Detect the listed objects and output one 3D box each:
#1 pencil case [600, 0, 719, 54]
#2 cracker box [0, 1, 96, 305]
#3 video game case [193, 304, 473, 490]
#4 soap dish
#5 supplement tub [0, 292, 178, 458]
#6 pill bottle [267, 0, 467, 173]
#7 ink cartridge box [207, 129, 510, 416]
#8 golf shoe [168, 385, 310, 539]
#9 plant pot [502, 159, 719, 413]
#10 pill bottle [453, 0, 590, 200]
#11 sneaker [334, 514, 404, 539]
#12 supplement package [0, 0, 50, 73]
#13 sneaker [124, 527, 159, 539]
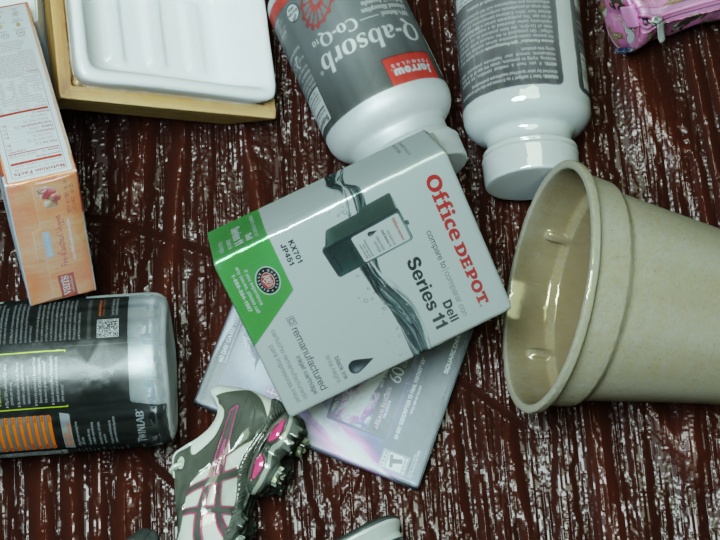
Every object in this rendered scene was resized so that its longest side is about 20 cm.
[{"bbox_3d":[0.313,-0.255,1.295,0.198,0.083,0.087,-16,74,-8],"label":"pencil case"},{"bbox_3d":[-0.259,-0.093,1.139,0.057,0.135,0.201,-12,51,-13],"label":"cracker box"},{"bbox_3d":[-0.021,0.080,1.214,0.198,0.019,0.144,20,74,3],"label":"video game case"},{"bbox_3d":[-0.174,-0.202,1.222,0.198,0.081,0.159,2,72,-34],"label":"soap dish"},{"bbox_3d":[-0.247,0.084,1.149,0.197,0.123,0.124,-3,73,-4],"label":"supplement tub"},{"bbox_3d":[0.008,-0.163,1.237,0.115,0.116,0.202,-23,76,-9],"label":"pill bottle"},{"bbox_3d":[0.000,0.000,1.142,0.198,0.083,0.148,-26,109,-1],"label":"ink cartridge box"},{"bbox_3d":[-0.119,0.189,1.150,0.087,0.077,0.201,26,73,11],"label":"golf shoe"},{"bbox_3d":[0.231,0.028,1.166,0.181,0.200,0.203,10,73,-12],"label":"plant pot"},{"bbox_3d":[0.139,-0.168,1.247,0.109,0.111,0.202,-2,73,-3],"label":"pill bottle"},{"bbox_3d":[-0.033,0.283,1.123,0.199,0.076,0.116,-26,74,-12],"label":"sneaker"},{"bbox_3d":[-0.367,-0.224,1.235,0.197,0.121,0.121,-9,74,-5],"label":"supplement package"},{"bbox_3d":[-0.240,0.266,1.124,0.090,0.067,0.200,40,78,7],"label":"sneaker"}]
